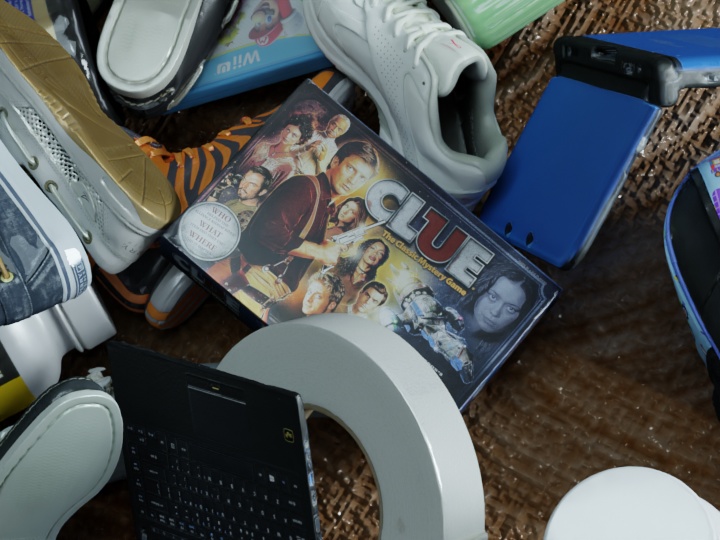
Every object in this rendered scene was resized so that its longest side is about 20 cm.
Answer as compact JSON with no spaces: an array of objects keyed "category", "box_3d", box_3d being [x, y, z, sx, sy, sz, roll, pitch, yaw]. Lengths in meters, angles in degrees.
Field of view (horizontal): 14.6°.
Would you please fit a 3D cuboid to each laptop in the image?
[{"category":"laptop","box_3d":[-0.111,0.161,1.576,0.103,0.201,0.177,-21,23,-38]}]

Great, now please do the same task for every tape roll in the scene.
[{"category":"tape roll","box_3d":[-0.014,0.125,1.577,0.037,0.203,0.203,-12,50,-46]}]

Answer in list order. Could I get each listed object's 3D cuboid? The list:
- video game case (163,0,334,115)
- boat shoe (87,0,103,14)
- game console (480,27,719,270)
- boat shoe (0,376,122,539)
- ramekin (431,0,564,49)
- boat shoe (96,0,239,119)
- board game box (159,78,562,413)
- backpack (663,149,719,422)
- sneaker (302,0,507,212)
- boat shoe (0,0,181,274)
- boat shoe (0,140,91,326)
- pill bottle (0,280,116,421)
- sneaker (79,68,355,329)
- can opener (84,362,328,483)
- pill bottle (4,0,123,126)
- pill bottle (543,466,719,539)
[{"category":"video game case","box_3d":[-0.075,-0.205,1.807,0.142,0.018,0.201,-14,60,24]},{"category":"boat shoe","box_3d":[-0.186,-0.217,1.817,0.200,0.074,0.076,-36,57,8]},{"category":"game console","box_3d":[0.172,-0.075,1.643,0.170,0.200,0.119,-4,100,-13]},{"category":"boat shoe","box_3d":[-0.197,0.124,1.615,0.075,0.200,0.061,8,41,-33]},{"category":"ramekin","box_3d":[0.059,-0.233,1.721,0.098,0.200,0.200,-37,63,1]},{"category":"boat shoe","box_3d":[-0.105,-0.189,1.767,0.073,0.060,0.201,16,73,12]},{"category":"board game box","box_3d":[0.000,0.000,1.649,0.200,0.035,0.136,39,72,7]},{"category":"backpack","box_3d":[0.269,0.018,1.585,0.182,0.135,0.201,-25,63,0]},{"category":"sneaker","box_3d":[0.037,-0.132,1.693,0.078,0.099,0.201,-28,89,-32]},{"category":"boat shoe","box_3d":[-0.191,-0.082,1.672,0.069,0.071,0.200,-47,68,23]},{"category":"boat shoe","box_3d":[-0.248,-0.041,1.637,0.091,0.071,0.200,-28,56,-25]},{"category":"pill bottle","box_3d":[-0.254,0.047,1.695,0.199,0.113,0.113,-28,62,-2]},{"category":"sneaker","box_3d":[-0.098,-0.070,1.728,0.112,0.078,0.200,39,76,13]},{"category":"can opener","box_3d":[-0.097,0.085,1.687,0.199,0.053,0.067,-8,98,10]},{"category":"pill bottle","box_3d":[-0.259,-0.107,1.772,0.199,0.112,0.112,-19,62,3]},{"category":"pill bottle","box_3d":[0.153,0.182,1.494,0.119,0.200,0.120,-5,63,9]}]
